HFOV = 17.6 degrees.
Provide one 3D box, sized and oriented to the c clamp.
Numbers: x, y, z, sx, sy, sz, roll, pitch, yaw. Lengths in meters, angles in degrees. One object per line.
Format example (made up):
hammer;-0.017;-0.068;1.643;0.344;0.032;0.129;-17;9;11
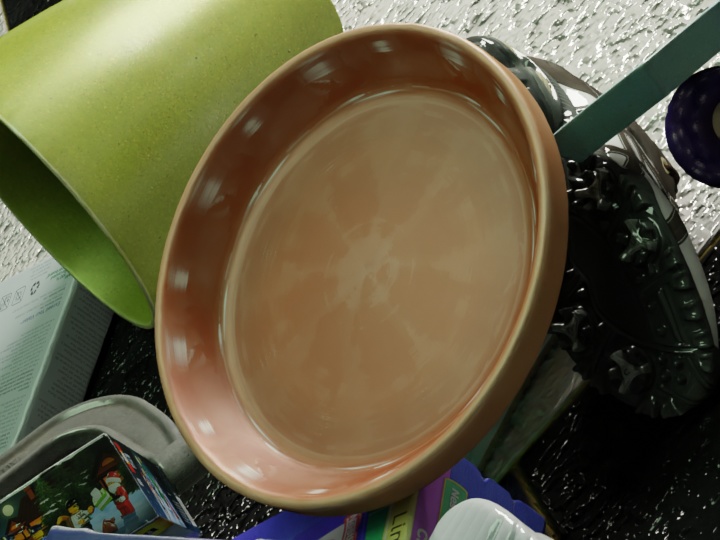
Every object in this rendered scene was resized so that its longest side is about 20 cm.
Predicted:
c clamp;-0.141;0.117;1.065;0.199;0.027;0.171;-35;32;-13

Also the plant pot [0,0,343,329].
plant pot;-0.111;-0.102;1.344;0.200;0.187;0.187;-43;23;-15

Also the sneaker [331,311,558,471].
sneaker;0.029;0.008;1.015;0.070;0.108;0.201;-2;57;58

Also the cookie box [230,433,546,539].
cookie box;-0.027;0.183;0.933;0.200;0.075;0.172;-31;33;39

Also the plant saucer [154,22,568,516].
plant saucer;0.000;0.000;0.929;0.199;0.032;0.202;-16;63;34

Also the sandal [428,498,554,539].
sandal;0.087;0.160;0.799;0.207;0.059;0.079;42;105;43

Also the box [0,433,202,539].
box;-0.136;0.123;0.915;0.136;0.038;0.200;-33;-8;-4

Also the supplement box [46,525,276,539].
supplement box;-0.060;0.198;0.767;0.108;0.109;0.201;-2;64;36

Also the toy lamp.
toy lamp;0.157;-0.062;0.864;0.058;0.058;0.200;-55;0;-3

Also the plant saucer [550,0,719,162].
plant saucer;0.148;-0.102;0.946;0.200;0.019;0.070;-38;-2;-42

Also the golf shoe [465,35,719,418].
golf shoe;0.108;-0.023;0.964;0.078;0.094;0.201;-54;48;32

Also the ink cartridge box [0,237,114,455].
ink cartridge box;-0.238;0.093;1.445;0.196;0.043;0.201;-23;42;46
